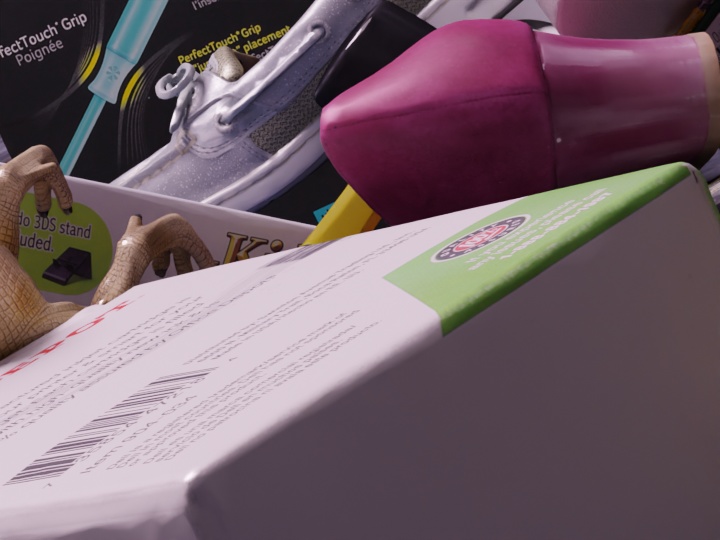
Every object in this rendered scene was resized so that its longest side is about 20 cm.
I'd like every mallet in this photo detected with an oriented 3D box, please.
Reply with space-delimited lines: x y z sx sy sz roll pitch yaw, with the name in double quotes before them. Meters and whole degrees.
"mallet" 0.000 0.000 0.832 0.041 0.066 0.200 -55 8 42

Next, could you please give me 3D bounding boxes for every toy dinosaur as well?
"toy dinosaur" -0.084 0.016 0.741 0.058 0.200 0.101 10 41 23

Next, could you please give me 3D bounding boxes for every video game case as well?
"video game case" -0.102 0.005 0.922 0.181 0.046 0.200 12 -9 -28

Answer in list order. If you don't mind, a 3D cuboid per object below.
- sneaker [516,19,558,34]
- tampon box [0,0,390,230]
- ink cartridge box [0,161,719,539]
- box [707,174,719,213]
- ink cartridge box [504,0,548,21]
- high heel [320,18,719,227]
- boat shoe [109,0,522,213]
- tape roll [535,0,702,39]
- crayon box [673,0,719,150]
"sneaker" 0.077 -0.064 1.057 0.080 0.071 0.200 -24 9 -12
"tampon box" -0.067 -0.101 1.219 0.150 0.200 0.126 -21 10 19
"ink cartridge box" -0.027 0.055 0.627 0.145 0.084 0.200 -32 12 -37
"box" 0.156 -0.036 0.684 0.200 0.049 0.161 -29 4 -43
"ink cartridge box" 0.174 -0.152 1.238 0.200 0.084 0.176 -15 14 43
"high heel" 0.026 -0.015 0.779 0.096 0.067 0.200 -6 -9 -9
"boat shoe" -0.018 -0.075 1.024 0.202 0.065 0.074 -37 6 15
"tape roll" 0.127 -0.134 0.822 0.203 0.037 0.203 -31 -14 -9
"crayon box" 0.198 -0.118 0.835 0.172 0.058 0.200 -26 -16 -29
